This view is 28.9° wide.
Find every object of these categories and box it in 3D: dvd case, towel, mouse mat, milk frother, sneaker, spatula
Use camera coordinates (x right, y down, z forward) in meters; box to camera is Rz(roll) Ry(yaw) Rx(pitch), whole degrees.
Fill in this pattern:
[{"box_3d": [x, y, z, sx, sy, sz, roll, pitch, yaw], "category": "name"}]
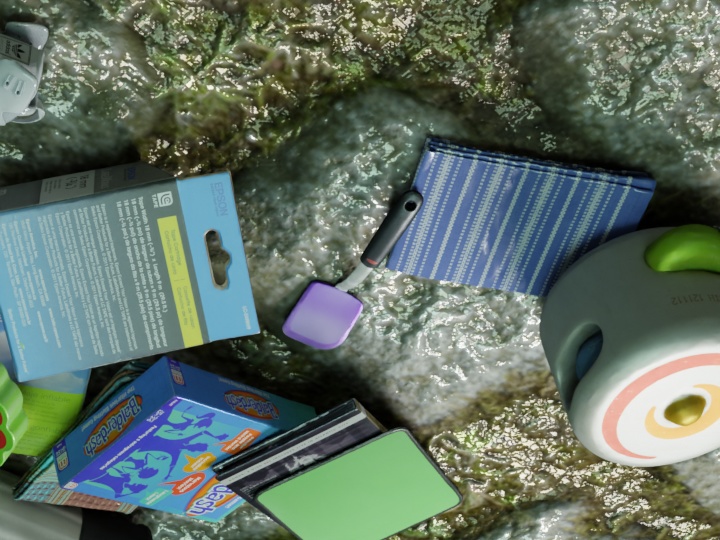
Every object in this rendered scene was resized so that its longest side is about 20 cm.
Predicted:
[{"box_3d": [-0.030, 0.193, 1.315, 0.148, 0.016, 0.200, -27, 145, 11], "category": "dvd case"}, {"box_3d": [-0.210, 0.160, 1.287, 0.146, 0.022, 0.200, 17, 128, -43], "category": "towel"}, {"box_3d": [0.132, -0.039, 1.164, 0.198, 0.024, 0.145, 9, 133, -8], "category": "towel"}, {"box_3d": [0.002, 0.219, 1.346, 0.160, 0.008, 0.200, -25, 145, 8], "category": "mouse mat"}, {"box_3d": [-0.327, 0.316, 1.337, 0.187, 0.201, 0.180, 28, 130, -25], "category": "milk frother"}, {"box_3d": [-0.284, -0.178, 0.988, 0.114, 0.075, 0.201, 2, 136, -5], "category": "sneaker"}, {"box_3d": [0.000, 0.000, 1.181, 0.056, 0.021, 0.200, 24, 133, -16], "category": "spatula"}]

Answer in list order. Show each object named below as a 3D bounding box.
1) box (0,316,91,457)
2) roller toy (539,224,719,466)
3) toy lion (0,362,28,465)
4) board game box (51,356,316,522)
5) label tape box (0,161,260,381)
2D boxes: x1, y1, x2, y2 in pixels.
[{"box_3d": [-0.297, 0.081, 1.231, 0.121, 0.048, 0.201, 11, 130, -13], "category": "box"}, {"box_3d": [0.252, 0.071, 1.166, 0.182, 0.140, 0.200, -29, 137, 15], "category": "roller toy"}, {"box_3d": [-0.365, 0.082, 1.175, 0.191, 0.069, 0.201, 28, 130, 1], "category": "toy lion"}, {"box_3d": [-0.152, 0.158, 1.259, 0.152, 0.045, 0.199, -39, 143, 23], "category": "board game box"}, {"box_3d": [-0.191, -0.005, 1.118, 0.198, 0.063, 0.145, -11, 113, -5], "category": "label tape box"}]
